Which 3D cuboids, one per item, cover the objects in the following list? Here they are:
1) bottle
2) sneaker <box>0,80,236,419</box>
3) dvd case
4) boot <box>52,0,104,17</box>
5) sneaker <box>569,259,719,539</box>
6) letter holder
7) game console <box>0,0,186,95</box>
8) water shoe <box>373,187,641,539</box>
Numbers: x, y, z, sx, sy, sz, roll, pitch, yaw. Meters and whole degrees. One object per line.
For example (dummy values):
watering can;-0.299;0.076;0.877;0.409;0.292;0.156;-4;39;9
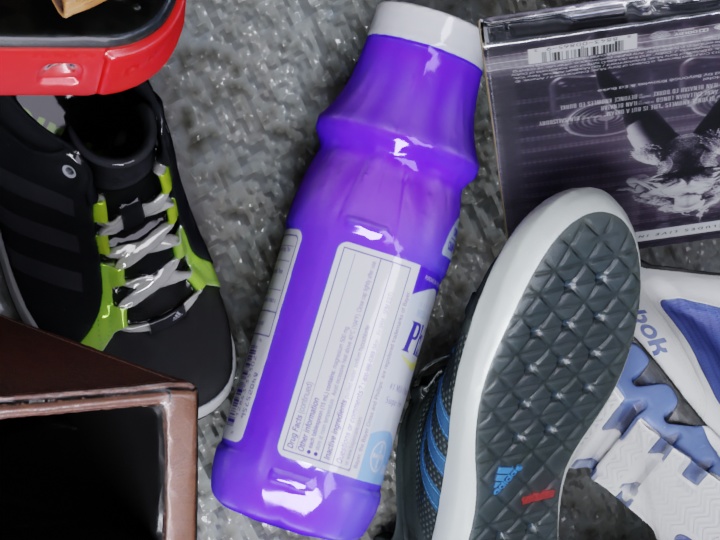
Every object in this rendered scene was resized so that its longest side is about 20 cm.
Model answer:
bottle;0.000;0.000;0.873;0.065;0.084;0.202;17;86;3
sneaker;-0.097;-0.027;0.820;0.071;0.083;0.201;-33;109;-20
dvd case;0.123;-0.054;0.852;0.147;0.200;0.016;-8;68;4
boot;-0.050;-0.192;0.753;0.199;0.069;0.189;-22;80;-15
sneaker;0.149;0.061;0.929;0.199;0.081;0.115;46;51;8
letter holder;-0.154;0.075;0.735;0.141;0.200;0.102;-1;96;-27
game console;-0.160;-0.141;0.761;0.198;0.031;0.178;-2;65;-20
water shoe;0.044;0.051;0.875;0.071;0.079;0.201;-3;119;-34
